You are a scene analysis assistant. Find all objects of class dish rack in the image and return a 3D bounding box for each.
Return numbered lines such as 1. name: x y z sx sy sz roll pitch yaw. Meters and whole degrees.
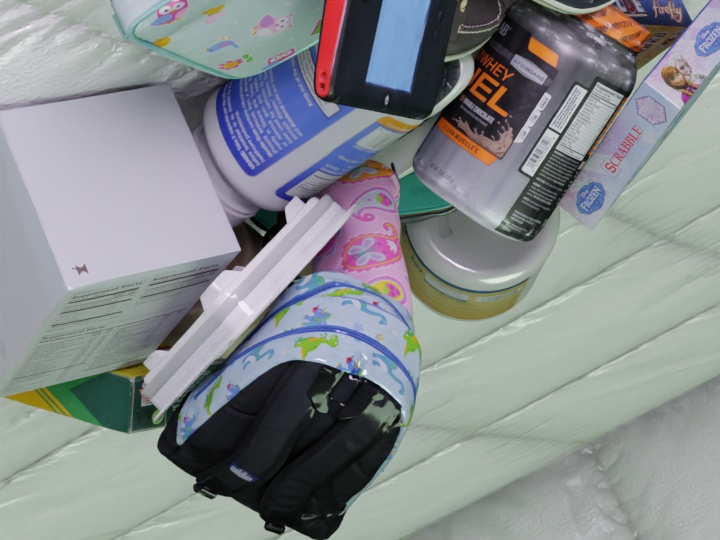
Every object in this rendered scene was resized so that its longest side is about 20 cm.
1. dish rack: -0.095 0.022 1.658 0.172 0.044 0.200 -49 -178 -38

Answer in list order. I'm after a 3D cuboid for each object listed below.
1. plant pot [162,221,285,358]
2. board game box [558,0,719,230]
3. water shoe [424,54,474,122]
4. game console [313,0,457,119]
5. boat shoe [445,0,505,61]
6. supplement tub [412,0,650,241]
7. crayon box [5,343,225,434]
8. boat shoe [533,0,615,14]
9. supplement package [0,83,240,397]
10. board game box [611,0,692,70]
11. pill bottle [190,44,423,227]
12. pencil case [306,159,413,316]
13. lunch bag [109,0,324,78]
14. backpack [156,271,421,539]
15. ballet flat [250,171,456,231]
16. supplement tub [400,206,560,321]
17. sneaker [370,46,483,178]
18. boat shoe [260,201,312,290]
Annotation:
1. plant pot: -0.127 0.035 1.922 0.200 0.201 0.175 -24 147 1
2. board game box: 0.265 -0.154 1.816 0.200 0.041 0.200 -48 173 -33
3. water shoe: 0.027 -0.146 1.761 0.200 0.072 0.079 -26 176 41
4. game console: 0.027 -0.193 1.423 0.031 0.177 0.200 9 -177 21
5. boat shoe: 0.042 -0.200 1.587 0.201 0.072 0.061 -3 158 -44
6. supplement tub: 0.141 -0.134 1.739 0.200 0.122 0.122 -58 155 11
7. crayon box: -0.219 0.089 1.823 0.200 0.051 0.127 12 -168 39
8. boat shoe: 0.149 -0.241 1.609 0.062 0.075 0.200 -28 159 35
9. supplement package: -0.218 -0.021 1.648 0.150 0.152 0.200 -13 160 -34
10. board game box: 0.183 -0.178 1.907 0.200 0.035 0.135 -36 160 36
11. pill bottle: -0.050 -0.116 1.655 0.200 0.112 0.112 -32 161 28
12. pencil case: 0.000 0.000 1.729 0.087 0.200 0.088 -2 137 -2
13. lunch bag: -0.079 -0.199 1.421 0.160 0.077 0.200 -28 163 18
14. backpack: -0.037 0.096 1.606 0.154 0.163 0.200 -66 -171 -29
15. ballet flat: -0.002 -0.065 1.926 0.199 0.073 0.073 -7 163 1
16. supplement tub: 0.108 -0.032 2.050 0.144 0.145 0.200 -21 168 -8
17. sneaker: 0.094 -0.148 1.852 0.200 0.075 0.088 -27 180 16
18. boat shoe: -0.050 -0.017 1.849 0.072 0.201 0.072 5 174 -42
